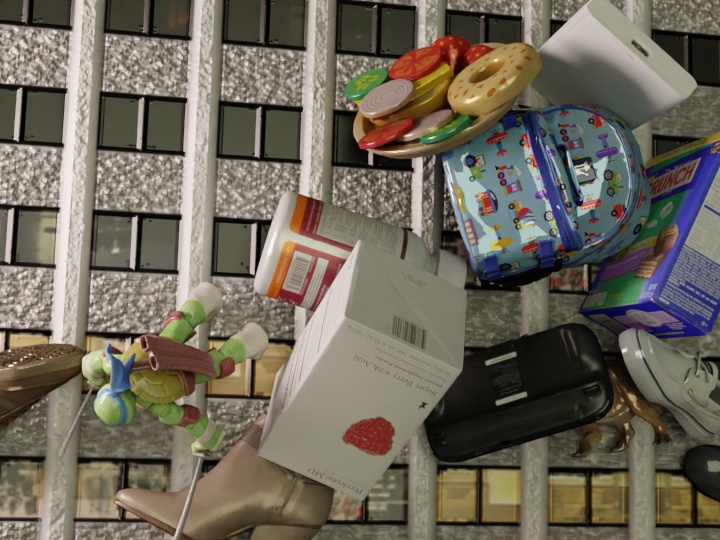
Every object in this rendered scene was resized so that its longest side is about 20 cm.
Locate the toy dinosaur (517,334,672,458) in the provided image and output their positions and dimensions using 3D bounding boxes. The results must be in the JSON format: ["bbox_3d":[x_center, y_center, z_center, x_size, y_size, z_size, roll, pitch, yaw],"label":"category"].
[{"bbox_3d":[0.256,0.126,1.121,0.198,0.086,0.137,-4,77,-16],"label":"toy dinosaur"}]

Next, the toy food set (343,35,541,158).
[{"bbox_3d":[0.077,-0.181,1.075,0.197,0.200,0.049,-31,123,-3],"label":"toy food set"}]

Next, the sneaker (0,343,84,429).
[{"bbox_3d":[-0.361,0.128,1.024,0.198,0.070,0.076,-14,106,-10],"label":"sneaker"}]

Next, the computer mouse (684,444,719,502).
[{"bbox_3d":[0.450,0.240,1.163,0.198,0.034,0.059,18,79,-8],"label":"computer mouse"}]

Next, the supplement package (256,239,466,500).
[{"bbox_3d":[0.001,0.098,1.000,0.120,0.201,0.120,24,36,-10],"label":"supplement package"}]

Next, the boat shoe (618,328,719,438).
[{"bbox_3d":[0.338,0.109,1.098,0.200,0.066,0.074,37,38,-42],"label":"boat shoe"}]

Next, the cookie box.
[{"bbox_3d":[0.333,-0.033,1.108,0.075,0.171,0.201,30,78,-9],"label":"cookie box"}]

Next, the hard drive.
[{"bbox_3d":[0.251,-0.202,1.097,0.132,0.200,0.026,41,78,-3],"label":"hard drive"}]

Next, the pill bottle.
[{"bbox_3d":[0.000,0.000,1.073,0.198,0.110,0.110,18,80,-8],"label":"pill bottle"}]

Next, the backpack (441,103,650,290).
[{"bbox_3d":[0.196,-0.085,1.081,0.198,0.135,0.184,-13,84,10],"label":"backpack"}]

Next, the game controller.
[{"bbox_3d":[0.155,0.125,1.076,0.199,0.042,0.105,-20,57,17],"label":"game controller"}]

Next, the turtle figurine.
[{"bbox_3d":[-0.191,0.115,1.021,0.194,0.143,0.201,-42,135,-44],"label":"turtle figurine"}]

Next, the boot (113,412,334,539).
[{"bbox_3d":[-0.124,0.211,1.048,0.199,0.070,0.147,29,77,-11],"label":"boot"}]
